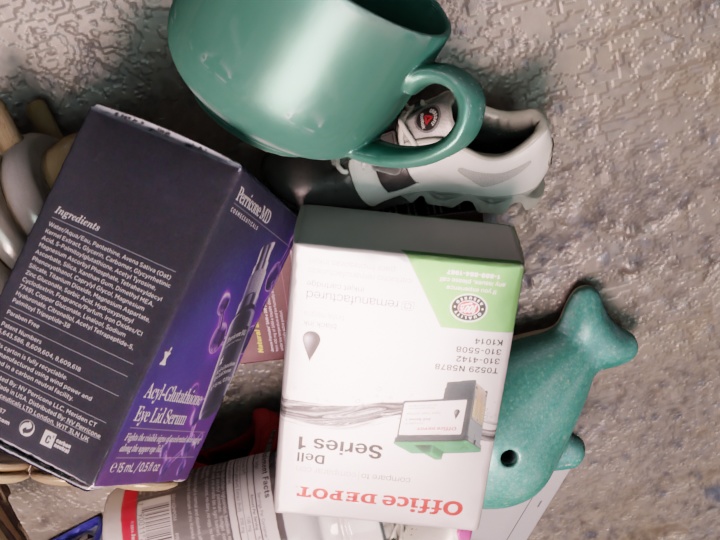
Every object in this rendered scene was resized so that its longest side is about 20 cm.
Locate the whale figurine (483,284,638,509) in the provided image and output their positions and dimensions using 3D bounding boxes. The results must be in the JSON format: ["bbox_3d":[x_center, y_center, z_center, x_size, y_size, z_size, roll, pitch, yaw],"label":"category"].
[{"bbox_3d":[0.132,0.104,0.792,0.200,0.104,0.159,-39,105,4],"label":"whale figurine"}]

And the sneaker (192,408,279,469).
[{"bbox_3d":[-0.130,0.188,0.858,0.200,0.077,0.085,-42,111,8],"label":"sneaker"}]

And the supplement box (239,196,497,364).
[{"bbox_3d":[0.000,0.000,0.750,0.200,0.061,0.109,-7,120,-1],"label":"supplement box"}]

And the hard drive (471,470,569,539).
[{"bbox_3d":[0.075,0.178,0.887,0.200,0.027,0.132,16,119,-13],"label":"hard drive"}]

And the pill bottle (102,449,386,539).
[{"bbox_3d":[-0.085,0.199,0.769,0.200,0.111,0.111,-13,122,0],"label":"pill bottle"}]

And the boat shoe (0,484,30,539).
[{"bbox_3d":[-0.320,0.184,0.794,0.074,0.200,0.073,-33,164,0],"label":"boat shoe"}]

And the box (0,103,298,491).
[{"bbox_3d":[-0.135,0.022,0.623,0.104,0.148,0.200,23,86,14],"label":"box"}]

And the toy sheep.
[{"bbox_3d":[-0.243,-0.031,0.676,0.200,0.138,0.138,-28,120,19],"label":"toy sheep"}]

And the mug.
[{"bbox_3d":[-0.032,-0.129,0.597,0.152,0.185,0.114,11,126,-39],"label":"mug"}]

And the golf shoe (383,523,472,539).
[{"bbox_3d":[0.009,0.237,0.858,0.092,0.075,0.200,32,133,-25],"label":"golf shoe"}]

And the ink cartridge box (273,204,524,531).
[{"bbox_3d":[0.021,0.067,0.675,0.146,0.084,0.200,5,112,-1],"label":"ink cartridge box"}]

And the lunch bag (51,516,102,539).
[{"bbox_3d":[-0.234,0.351,0.868,0.124,0.200,0.170,-30,120,13],"label":"lunch bag"}]

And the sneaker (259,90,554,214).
[{"bbox_3d":[0.031,-0.086,0.675,0.200,0.074,0.089,-3,150,-3],"label":"sneaker"}]

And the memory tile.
[{"bbox_3d":[-0.216,0.144,0.757,0.153,0.200,0.017,5,85,-12],"label":"memory tile"}]
